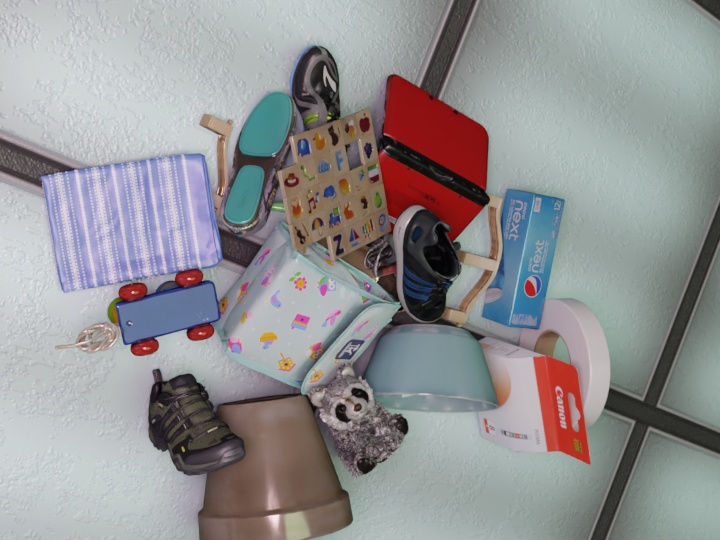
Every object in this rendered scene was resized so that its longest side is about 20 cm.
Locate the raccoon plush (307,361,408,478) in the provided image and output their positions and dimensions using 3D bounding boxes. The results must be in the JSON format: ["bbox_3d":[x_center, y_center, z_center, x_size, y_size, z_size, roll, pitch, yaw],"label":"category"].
[{"bbox_3d":[-0.030,0.203,1.553,0.134,0.200,0.097,49,55,-6],"label":"raccoon plush"}]

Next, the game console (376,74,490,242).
[{"bbox_3d":[0.077,-0.145,1.627,0.200,0.119,0.172,25,118,-34],"label":"game console"}]

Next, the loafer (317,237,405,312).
[{"bbox_3d":[0.000,0.000,1.578,0.200,0.067,0.076,27,85,-34],"label":"loafer"}]

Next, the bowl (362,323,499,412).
[{"bbox_3d":[0.095,0.136,1.614,0.201,0.201,0.105,14,73,-34],"label":"bowl"}]

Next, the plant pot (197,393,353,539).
[{"bbox_3d":[-0.120,0.253,1.502,0.200,0.200,0.174,-6,87,-32],"label":"plant pot"}]

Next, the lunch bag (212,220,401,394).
[{"bbox_3d":[-0.064,0.062,1.499,0.200,0.122,0.170,32,103,-31],"label":"lunch bag"}]

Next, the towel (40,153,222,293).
[{"bbox_3d":[-0.271,-0.058,1.393,0.200,0.024,0.145,-11,100,-20],"label":"towel"}]

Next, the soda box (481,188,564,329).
[{"bbox_3d":[0.243,-0.017,1.732,0.064,0.068,0.200,7,96,-33],"label":"soda box"}]

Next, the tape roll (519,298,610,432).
[{"bbox_3d":[0.299,0.141,1.722,0.037,0.203,0.203,-1,101,-23],"label":"tape roll"}]

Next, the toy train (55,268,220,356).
[{"bbox_3d":[-0.279,0.055,1.387,0.200,0.116,0.085,-15,100,-24],"label":"toy train"}]

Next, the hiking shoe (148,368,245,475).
[{"bbox_3d":[-0.210,0.180,1.402,0.076,0.200,0.101,-20,109,-34],"label":"hiking shoe"}]

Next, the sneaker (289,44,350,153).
[{"bbox_3d":[-0.044,-0.191,1.499,0.071,0.083,0.200,-10,106,-31],"label":"sneaker"}]

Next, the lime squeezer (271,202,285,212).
[{"bbox_3d":[-0.065,-0.079,1.517,0.200,0.071,0.038,8,97,-34],"label":"lime squeezer"}]

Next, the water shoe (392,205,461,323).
[{"bbox_3d":[0.093,0.007,1.534,0.071,0.079,0.200,-40,138,-24],"label":"water shoe"}]

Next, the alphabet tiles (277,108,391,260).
[{"bbox_3d":[-0.031,-0.101,1.451,0.200,0.008,0.167,-28,113,-50],"label":"alphabet tiles"}]

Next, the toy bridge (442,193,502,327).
[{"bbox_3d":[0.172,-0.013,1.702,0.067,0.027,0.200,13,94,-34],"label":"toy bridge"}]

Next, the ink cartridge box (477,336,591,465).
[{"bbox_3d":[0.244,0.197,1.700,0.050,0.200,0.162,-21,111,-27],"label":"ink cartridge box"}]

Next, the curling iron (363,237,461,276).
[{"bbox_3d":[0.078,-0.023,1.585,0.200,0.026,0.050,-7,112,-47],"label":"curling iron"}]

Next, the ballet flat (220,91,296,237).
[{"bbox_3d":[-0.128,-0.130,1.467,0.072,0.072,0.200,32,64,-34],"label":"ballet flat"}]

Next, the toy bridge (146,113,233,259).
[{"bbox_3d":[-0.202,-0.098,1.450,0.067,0.027,0.200,27,86,-35],"label":"toy bridge"}]
